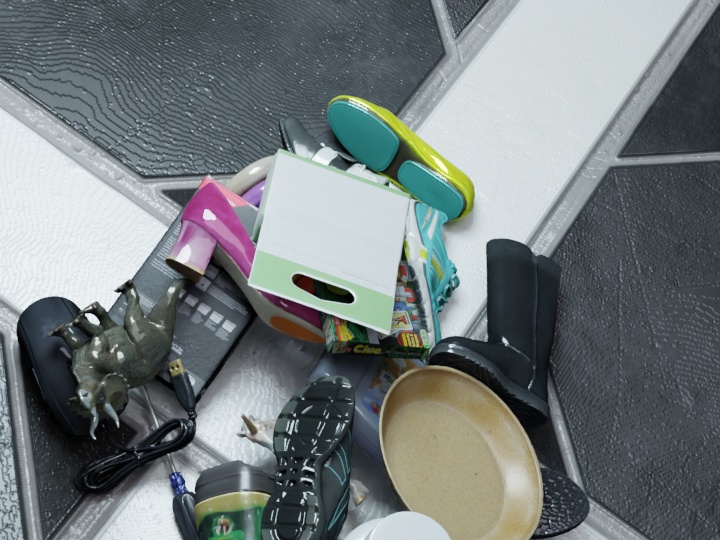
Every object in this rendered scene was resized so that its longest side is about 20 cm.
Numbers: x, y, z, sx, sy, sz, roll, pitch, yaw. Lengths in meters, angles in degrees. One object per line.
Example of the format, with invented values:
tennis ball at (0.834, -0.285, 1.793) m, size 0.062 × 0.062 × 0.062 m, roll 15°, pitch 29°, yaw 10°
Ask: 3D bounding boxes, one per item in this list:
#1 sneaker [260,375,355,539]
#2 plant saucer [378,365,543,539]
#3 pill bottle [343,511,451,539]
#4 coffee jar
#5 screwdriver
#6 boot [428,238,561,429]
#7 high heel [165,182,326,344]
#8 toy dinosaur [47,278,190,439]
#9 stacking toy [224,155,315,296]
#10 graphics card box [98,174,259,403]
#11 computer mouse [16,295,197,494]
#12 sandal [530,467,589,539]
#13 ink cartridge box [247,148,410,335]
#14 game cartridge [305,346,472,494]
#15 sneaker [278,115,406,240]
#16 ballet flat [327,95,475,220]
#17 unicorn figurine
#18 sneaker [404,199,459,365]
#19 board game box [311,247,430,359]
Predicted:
sneaker at (-0.045, 0.192, 1.429) m, size 0.075 × 0.079 × 0.200 m, roll 1°, pitch 55°, yaw 23°
plant saucer at (0.090, 0.189, 1.483) m, size 0.200 × 0.035 × 0.201 m, roll 22°, pitch 49°, yaw -28°
pill bottle at (0.018, 0.293, 1.397) m, size 0.111 × 0.200 × 0.111 m, roll 8°, pitch 60°, yaw -13°
coffee jar at (-0.104, 0.282, 1.421) m, size 0.085 × 0.104 × 0.200 m, roll -18°, pitch 59°, yaw 24°
screwdriver at (-0.190, 0.184, 1.492) m, size 0.029 × 0.028 × 0.200 m, roll -5°, pitch 63°, yaw -52°
boot at (0.145, 0.046, 1.621) m, size 0.165 × 0.066 × 0.200 m, roll 37°, pitch 49°, yaw -34°
high heel at (-0.089, -0.004, 1.507) m, size 0.200 × 0.067 × 0.096 m, roll 27°, pitch 68°, yaw -6°
toy dinosaur at (-0.226, 0.075, 1.442) m, size 0.102 × 0.077 × 0.200 m, roll 57°, pitch 40°, yaw -7°
stacking toy at (-0.063, -0.022, 1.622) m, size 0.085 × 0.085 × 0.200 m, roll -30°, pitch 79°, yaw -29°
graphics card box at (-0.161, 0.020, 1.546) m, size 0.125 × 0.051 × 0.200 m, roll 33°, pitch 76°, yaw 2°
computer mouse at (-0.242, 0.102, 1.474) m, size 0.140 × 0.046 × 0.200 m, roll -23°, pitch 81°, yaw -8°
sandal at (0.133, 0.253, 1.555) m, size 0.200 × 0.045 × 0.075 m, roll -13°, pitch 60°, yaw -7°
ink cartridge box at (-0.033, -0.019, 1.474) m, size 0.145 × 0.048 × 0.200 m, roll 19°, pitch 45°, yaw -9°
game cartridge at (0.042, 0.142, 1.540) m, size 0.200 × 0.042 × 0.133 m, roll 41°, pitch 32°, yaw -8°
sneaker at (-0.019, -0.092, 1.650) m, size 0.088 × 0.074 × 0.200 m, roll -29°, pitch 74°, yaw -5°
ballet flat at (0.050, -0.132, 1.731) m, size 0.200 × 0.067 × 0.067 m, roll 39°, pitch 37°, yaw 3°
unicorn figurine at (-0.039, 0.175, 1.520) m, size 0.137 × 0.074 × 0.200 m, roll 46°, pitch 33°, yaw 6°
sneaker at (0.073, 0.012, 1.648) m, size 0.080 × 0.078 × 0.200 m, roll 11°, pitch 60°, yaw -25°
board game box at (0.000, 0.000, 1.524) m, size 0.105 × 0.023 × 0.200 m, roll 3°, pitch 50°, yaw -22°
